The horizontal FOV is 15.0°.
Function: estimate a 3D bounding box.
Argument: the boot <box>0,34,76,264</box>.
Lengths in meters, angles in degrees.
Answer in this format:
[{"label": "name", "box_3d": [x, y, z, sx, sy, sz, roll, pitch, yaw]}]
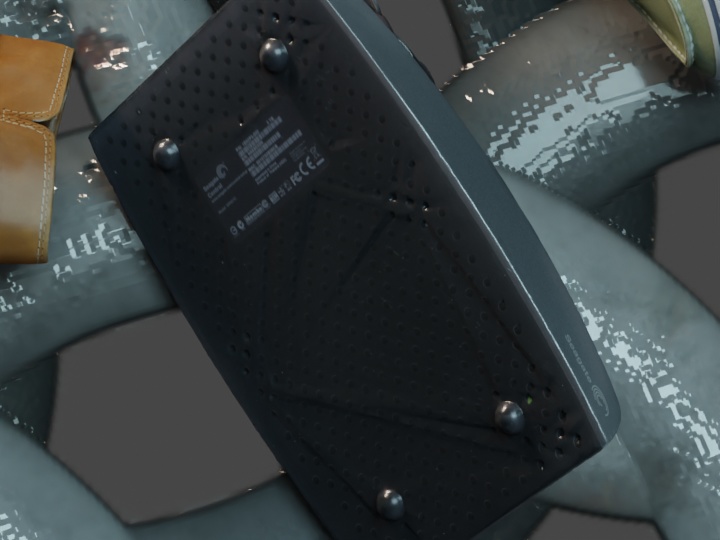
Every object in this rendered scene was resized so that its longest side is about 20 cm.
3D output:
[{"label": "boot", "box_3d": [-0.183, -0.017, 0.939, 0.154, 0.074, 0.201, 13, 66, -8]}]

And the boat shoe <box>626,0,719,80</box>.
[{"label": "boat shoe", "box_3d": [0.092, -0.151, 1.075, 0.062, 0.072, 0.200, -26, 68, -8]}]

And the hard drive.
[{"label": "hard drive", "box_3d": [0.000, 0.000, 0.957, 0.042, 0.135, 0.200, -23, 77, -51]}]

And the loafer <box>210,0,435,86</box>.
[{"label": "loafer", "box_3d": [0.001, -0.077, 1.017, 0.063, 0.072, 0.200, -23, 75, -26]}]
